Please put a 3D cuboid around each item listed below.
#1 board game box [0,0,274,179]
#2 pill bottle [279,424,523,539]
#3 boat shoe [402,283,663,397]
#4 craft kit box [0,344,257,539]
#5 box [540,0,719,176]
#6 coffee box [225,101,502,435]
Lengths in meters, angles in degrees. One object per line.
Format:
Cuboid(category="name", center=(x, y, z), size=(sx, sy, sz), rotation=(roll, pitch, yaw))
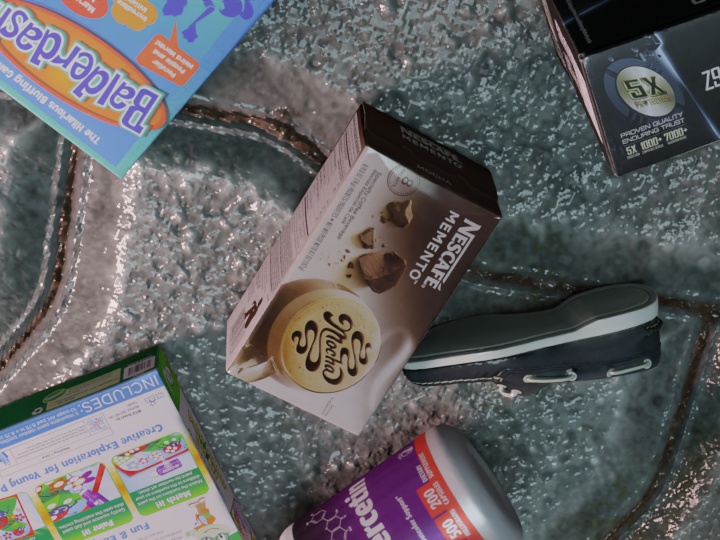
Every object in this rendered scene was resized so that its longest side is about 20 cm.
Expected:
Cuboid(category="board game box", center=(-0.155, -0.182, 1.229), size=(0.152, 0.045, 0.200), rotation=(36, 109, -20))
Cuboid(category="pill bottle", center=(0.016, 0.212, 1.399), size=(0.199, 0.113, 0.113), rotation=(-35, 115, 7))
Cuboid(category="boat shoe", center=(0.126, 0.063, 1.362), size=(0.198, 0.076, 0.061), rotation=(-10, 112, 1))
Cuboid(category="craft kit box", center=(-0.202, 0.178, 1.410), size=(0.198, 0.049, 0.199), rotation=(-20, 114, 6))
Cuboid(category="box", center=(0.207, -0.163, 1.183), size=(0.162, 0.201, 0.087), rotation=(-19, 118, 5))
Cuboid(category="coffee box", center=(0.000, 0.000, 1.315), size=(0.112, 0.080, 0.201), rotation=(27, 112, -16))
